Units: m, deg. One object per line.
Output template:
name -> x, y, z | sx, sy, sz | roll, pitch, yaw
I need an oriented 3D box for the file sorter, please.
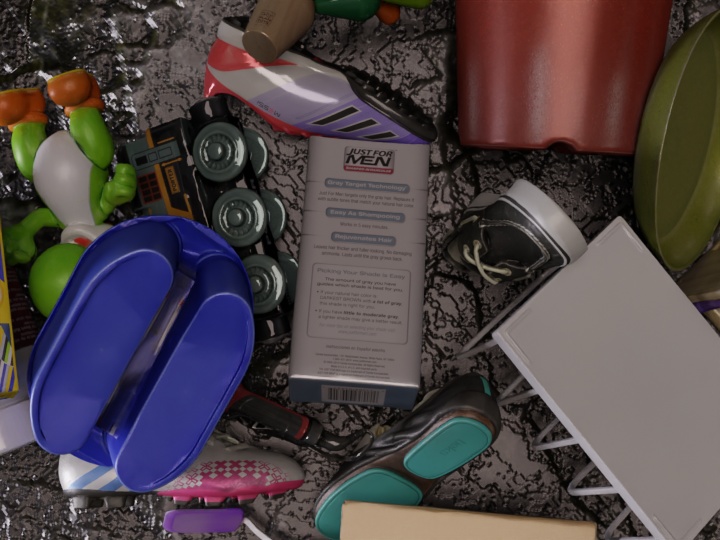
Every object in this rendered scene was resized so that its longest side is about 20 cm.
file sorter -> 0.192, 0.093, 0.851 | 0.138, 0.125, 0.201 | -39, 89, -20

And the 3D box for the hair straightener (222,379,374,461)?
hair straightener -> -0.078, 0.108, 0.886 | 0.197, 0.077, 0.041 | 16, 75, 18

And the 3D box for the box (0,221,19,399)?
box -> -0.291, -0.007, 0.793 | 0.069, 0.064, 0.204 | -5, 81, -24

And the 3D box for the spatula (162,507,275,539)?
spatula -> -0.061, 0.220, 0.897 | 0.197, 0.057, 0.021 | 17, 56, -7

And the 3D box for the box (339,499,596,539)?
box -> 0.077, 0.267, 0.843 | 0.196, 0.021, 0.166 | 5, 80, 0

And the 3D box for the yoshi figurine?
yoshi figurine -> -0.227, -0.045, 0.856 | 0.111, 0.112, 0.203 | -18, 97, -33

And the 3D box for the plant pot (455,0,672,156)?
plant pot -> 0.152, -0.189, 0.849 | 0.197, 0.201, 0.199 | 4, 96, 0

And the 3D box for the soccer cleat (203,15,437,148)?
soccer cleat -> -0.034, -0.136, 0.907 | 0.198, 0.068, 0.074 | 25, 107, -1

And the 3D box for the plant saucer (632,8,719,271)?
plant saucer -> 0.253, -0.102, 0.853 | 0.031, 0.199, 0.203 | 16, 87, 32

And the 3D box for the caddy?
caddy -> -0.160, 0.059, 0.813 | 0.140, 0.105, 0.202 | 29, 95, -16

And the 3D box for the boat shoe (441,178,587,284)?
boat shoe -> 0.109, -0.019, 0.828 | 0.064, 0.200, 0.071 | -43, 96, -6

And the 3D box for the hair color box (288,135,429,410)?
hair color box -> 0.000, 0.000, 0.864 | 0.097, 0.061, 0.203 | 4, 67, -1

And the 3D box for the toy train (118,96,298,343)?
toy train -> -0.119, -0.033, 0.892 | 0.112, 0.085, 0.203 | -16, 91, 12

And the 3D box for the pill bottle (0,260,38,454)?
pill bottle -> -0.312, 0.047, 0.869 | 0.108, 0.110, 0.203 | -21, 88, -1

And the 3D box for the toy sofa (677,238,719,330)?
toy sofa -> 0.308, 0.019, 0.829 | 0.098, 0.200, 0.083 | -44, 89, -8

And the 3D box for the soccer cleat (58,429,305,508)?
soccer cleat -> -0.143, 0.144, 0.886 | 0.196, 0.070, 0.088 | -1, 81, -2

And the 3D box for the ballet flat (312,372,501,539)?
ballet flat -> 0.039, 0.145, 0.877 | 0.068, 0.069, 0.199 | 37, 125, -21

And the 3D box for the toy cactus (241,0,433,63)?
toy cactus -> -0.039, -0.231, 0.869 | 0.198, 0.103, 0.166 | 26, 55, 4
